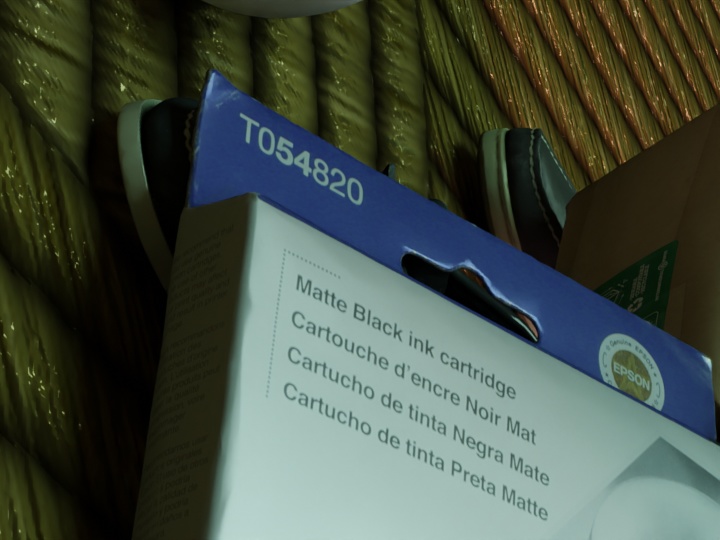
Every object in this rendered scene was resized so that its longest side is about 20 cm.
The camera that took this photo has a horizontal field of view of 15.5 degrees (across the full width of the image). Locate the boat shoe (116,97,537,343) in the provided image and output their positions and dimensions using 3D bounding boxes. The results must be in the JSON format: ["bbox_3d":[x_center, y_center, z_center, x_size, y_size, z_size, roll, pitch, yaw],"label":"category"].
[{"bbox_3d":[0.000,0.002,0.751,0.199,0.066,0.075,50,30,-50],"label":"boat shoe"}]

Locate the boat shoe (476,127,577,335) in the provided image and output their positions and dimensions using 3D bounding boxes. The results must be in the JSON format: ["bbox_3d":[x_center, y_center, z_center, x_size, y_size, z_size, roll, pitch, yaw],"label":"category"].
[{"bbox_3d":[0.107,0.024,1.051,0.072,0.066,0.201,-73,142,-60],"label":"boat shoe"}]

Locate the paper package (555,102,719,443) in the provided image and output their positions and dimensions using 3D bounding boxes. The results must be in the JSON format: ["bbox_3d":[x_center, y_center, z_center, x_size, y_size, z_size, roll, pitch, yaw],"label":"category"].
[{"bbox_3d":[0.156,0.063,0.929,0.191,0.103,0.200,39,35,-17],"label":"paper package"}]

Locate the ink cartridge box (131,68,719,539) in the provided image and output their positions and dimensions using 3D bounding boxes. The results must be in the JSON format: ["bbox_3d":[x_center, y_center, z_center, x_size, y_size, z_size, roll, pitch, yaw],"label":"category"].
[{"bbox_3d":[0.034,0.064,0.666,0.199,0.041,0.200,27,51,-31],"label":"ink cartridge box"}]

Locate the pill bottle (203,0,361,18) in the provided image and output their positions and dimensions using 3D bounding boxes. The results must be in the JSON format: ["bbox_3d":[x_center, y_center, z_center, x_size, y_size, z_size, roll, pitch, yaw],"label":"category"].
[{"bbox_3d":[-0.002,-0.146,0.813,0.200,0.111,0.111,-46,117,-70],"label":"pill bottle"}]
